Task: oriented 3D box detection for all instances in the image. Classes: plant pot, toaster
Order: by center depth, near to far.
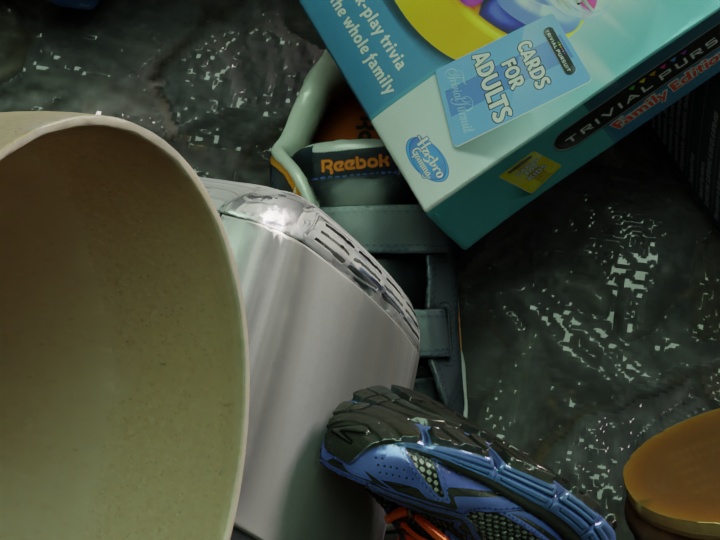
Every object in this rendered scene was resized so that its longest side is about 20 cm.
[{"bbox_3d":[-0.138,0.049,0.769,0.134,0.200,0.201,9,61,28],"label":"plant pot"},{"bbox_3d":[-0.049,0.050,0.944,0.113,0.200,0.130,7,73,27],"label":"toaster"}]

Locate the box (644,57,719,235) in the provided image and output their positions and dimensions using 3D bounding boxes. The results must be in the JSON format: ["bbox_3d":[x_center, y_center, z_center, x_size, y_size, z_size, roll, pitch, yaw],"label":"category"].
[{"bbox_3d":[0.197,-0.123,1.079,0.199,0.124,0.197,-27,62,-11],"label":"box"}]

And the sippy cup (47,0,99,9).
[{"bbox_3d":[-0.145,-0.177,1.127,0.130,0.140,0.178,29,91,5],"label":"sippy cup"}]

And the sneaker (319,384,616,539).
[{"bbox_3d":[0.050,0.108,0.934,0.075,0.200,0.079,25,77,50],"label":"sneaker"}]

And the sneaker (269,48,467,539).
[{"bbox_3d":[0.000,0.000,1.048,0.078,0.079,0.201,-4,63,0],"label":"sneaker"}]

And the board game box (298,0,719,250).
[{"bbox_3d":[0.077,-0.128,1.004,0.200,0.047,0.151,-35,64,8],"label":"board game box"}]

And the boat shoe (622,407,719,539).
[{"bbox_3d":[0.191,0.082,0.990,0.199,0.071,0.071,-8,39,-8],"label":"boat shoe"}]
